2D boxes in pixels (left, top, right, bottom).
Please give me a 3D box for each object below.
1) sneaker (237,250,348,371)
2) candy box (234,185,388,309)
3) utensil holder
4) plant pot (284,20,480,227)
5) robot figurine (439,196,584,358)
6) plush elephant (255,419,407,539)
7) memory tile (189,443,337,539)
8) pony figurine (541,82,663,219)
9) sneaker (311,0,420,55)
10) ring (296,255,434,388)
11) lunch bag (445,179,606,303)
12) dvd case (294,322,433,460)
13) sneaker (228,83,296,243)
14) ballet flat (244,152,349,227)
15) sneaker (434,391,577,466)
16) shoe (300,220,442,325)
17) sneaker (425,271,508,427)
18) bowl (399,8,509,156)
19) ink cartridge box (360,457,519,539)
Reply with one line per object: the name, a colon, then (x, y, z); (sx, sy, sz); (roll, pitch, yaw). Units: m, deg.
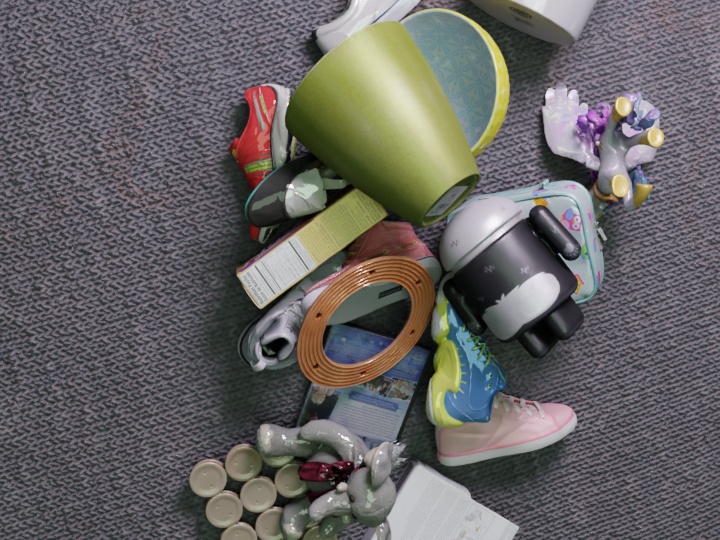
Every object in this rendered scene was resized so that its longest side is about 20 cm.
sneaker: (-0.073, 0.057, 1.412); (0.200, 0.115, 0.075); (-43, 101, -2)
candy box: (-0.066, -0.036, 1.403); (0.199, 0.117, 0.057); (-35, 99, -3)
utensil holder: (0.243, -0.409, 1.384); (0.169, 0.170, 0.201); (25, 93, -11)
plant pot: (0.043, -0.154, 1.298); (0.187, 0.187, 0.200); (-39, 76, -3)
robot figurine: (0.184, 0.005, 1.339); (0.150, 0.125, 0.201); (-38, 85, -8)
plush elephant: (-0.019, 0.276, 1.394); (0.198, 0.155, 0.166); (-10, 105, -11)
memory tile: (-0.127, 0.318, 1.472); (0.152, 0.017, 0.202); (-23, 107, -4)
pony figurine: (0.325, -0.156, 1.432); (0.165, 0.200, 0.195); (5, 81, -5)
sneaker: (0.023, -0.345, 1.403); (0.200, 0.073, 0.071); (-43, 104, -2)
ring: (0.006, 0.063, 1.371); (0.199, 0.019, 0.202); (-20, 135, -22)
lunch bag: (0.216, -0.032, 1.426); (0.198, 0.077, 0.162); (-8, 99, 27)
dvd case: (-0.002, 0.175, 1.467); (0.141, 0.018, 0.202); (17, 104, -13)
sneaker: (-0.128, -0.138, 1.415); (0.084, 0.077, 0.202); (7, 95, 11)
ballet flat: (-0.058, -0.112, 1.369); (0.200, 0.068, 0.069); (-42, 135, -39)
sneaker: (0.192, 0.190, 1.490); (0.198, 0.075, 0.106); (-13, 104, -3)
shoe: (0.000, 0.000, 1.404); (0.198, 0.072, 0.091); (-17, 56, -24)
sneaker: (0.143, 0.105, 1.424); (0.104, 0.076, 0.202); (6, 98, 13)
bowl: (0.117, -0.224, 1.403); (0.107, 0.199, 0.202); (-2, 99, -52)
ink cartridge box: (0.094, 0.386, 1.514); (0.173, 0.044, 0.201); (32, 90, -12)
